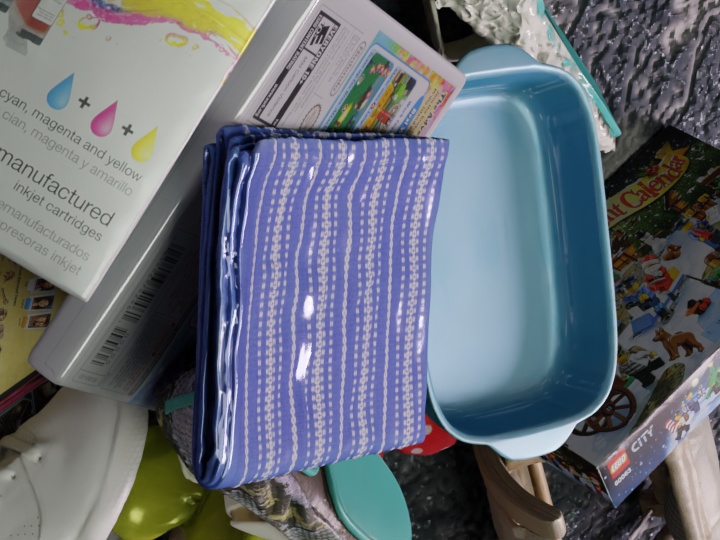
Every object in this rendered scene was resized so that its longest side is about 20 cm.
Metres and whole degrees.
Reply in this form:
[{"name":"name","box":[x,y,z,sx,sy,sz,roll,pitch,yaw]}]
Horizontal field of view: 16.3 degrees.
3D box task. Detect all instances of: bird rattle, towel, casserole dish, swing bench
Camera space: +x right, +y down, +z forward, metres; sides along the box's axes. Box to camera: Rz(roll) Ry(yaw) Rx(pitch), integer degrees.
[{"name":"bird rattle","box":[-0.042,0.112,1.283,0.200,0.113,0.163,-29,142,-45]},{"name":"towel","box":[-0.012,0.012,1.060,0.200,0.024,0.145,-5,99,-63]},{"name":"casserole dish","box":[0.064,-0.009,1.221,0.121,0.039,0.200,-11,97,-34]},{"name":"swing bench","box":[0.158,0.132,1.430,0.200,0.130,0.199,-32,131,-19]}]

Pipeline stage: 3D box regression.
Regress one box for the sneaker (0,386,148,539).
[{"name":"sneaker","box":[-0.170,0.115,1.115,0.088,0.075,0.200,34,81,-22]}]

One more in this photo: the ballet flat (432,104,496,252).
[{"name":"ballet flat","box":[0.000,0.000,1.240,0.200,0.071,0.071,-58,138,-19]}]

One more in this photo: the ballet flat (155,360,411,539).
[{"name":"ballet flat","box":[-0.039,0.088,1.138,0.072,0.072,0.200,-52,149,-7]}]

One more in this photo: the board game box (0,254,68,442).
[{"name":"board game box","box":[-0.184,0.056,1.138,0.135,0.035,0.200,-4,114,-41]}]

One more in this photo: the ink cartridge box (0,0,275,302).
[{"name":"ink cartridge box","box":[-0.121,-0.114,0.989,0.145,0.145,0.200,32,88,-13]}]

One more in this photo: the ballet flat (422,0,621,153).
[{"name":"ballet flat","box":[0.071,-0.117,1.261,0.072,0.072,0.200,-49,143,-10]}]

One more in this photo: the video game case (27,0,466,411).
[{"name":"video game case","box":[-0.043,-0.026,1.086,0.200,0.024,0.182,-56,158,3]}]

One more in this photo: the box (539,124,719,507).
[{"name":"box","box":[0.152,0.020,1.351,0.200,0.137,0.038,-43,136,-17]}]
